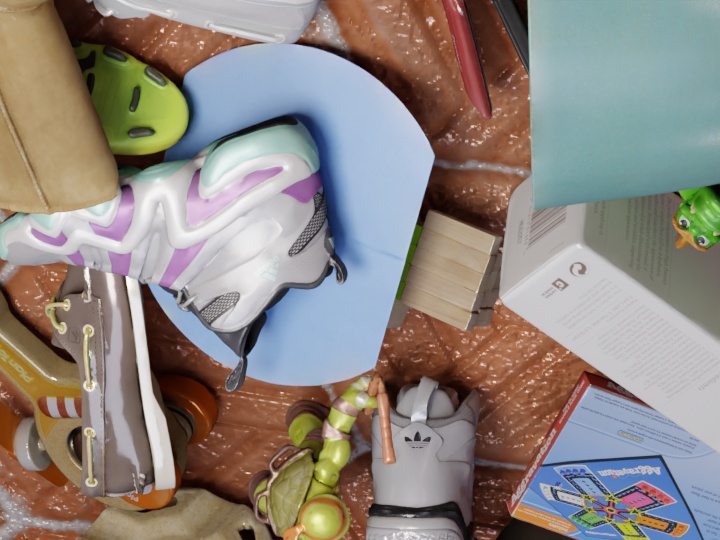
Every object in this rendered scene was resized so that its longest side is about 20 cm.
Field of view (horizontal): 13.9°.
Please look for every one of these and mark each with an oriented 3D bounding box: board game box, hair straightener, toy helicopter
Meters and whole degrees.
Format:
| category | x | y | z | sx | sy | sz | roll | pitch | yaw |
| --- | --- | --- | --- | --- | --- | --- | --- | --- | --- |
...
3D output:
| category | x | y | z | sx | sy | sz | roll | pitch | yaw |
| --- | --- | --- | --- | --- | --- | --- | --- | --- | --- |
| board game box | 0.200 | 0.137 | 1.813 | 0.200 | 0.019 | 0.103 | 21 | 113 | -19 |
| board game box | -0.039 | -0.036 | 1.706 | 0.158 | 0.039 | 0.200 | 21 | 109 | 16 |
| hair straightener | 0.073 | -0.176 | 1.593 | 0.077 | 0.041 | 0.200 | -20 | 124 | -2 |
| toy helicopter | -0.197 | 0.078 | 1.858 | 0.200 | 0.079 | 0.132 | 45 | 134 | -17 |

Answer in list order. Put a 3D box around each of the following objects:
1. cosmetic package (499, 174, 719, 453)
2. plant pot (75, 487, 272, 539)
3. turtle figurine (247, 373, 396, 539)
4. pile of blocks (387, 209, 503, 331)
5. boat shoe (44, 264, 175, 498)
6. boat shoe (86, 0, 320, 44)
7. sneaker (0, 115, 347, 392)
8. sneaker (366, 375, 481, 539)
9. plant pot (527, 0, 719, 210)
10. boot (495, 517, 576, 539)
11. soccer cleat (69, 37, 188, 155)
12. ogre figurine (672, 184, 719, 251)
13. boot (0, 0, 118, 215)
| category | x | y | z | sx | sy | sz | roll | pitch | yaw |
| --- | --- | --- | --- | --- | --- | --- | --- | --- | --- |
| cosmetic package | 0.179 | 0.020 | 1.711 | 0.200 | 0.102 | 0.074 | 36 | 129 | -22 |
| plant pot | -0.116 | 0.250 | 1.916 | 0.200 | 0.201 | 0.184 | 1 | 128 | 8 |
| turtle figurine | -0.035 | 0.145 | 1.801 | 0.064 | 0.161 | 0.200 | 12 | 98 | -11 |
| pile of blocks | 0.000 | 0.000 | 1.758 | 0.200 | 0.082 | 0.062 | -5 | 178 | 24 |
| boat shoe | -0.155 | 0.040 | 1.759 | 0.059 | 0.072 | 0.200 | -11 | 107 | -5 |
| boat shoe | -0.119 | -0.167 | 1.608 | 0.199 | 0.072 | 0.069 | 7 | 135 | -10 |
| sneaker | -0.104 | 0.005 | 1.672 | 0.200 | 0.078 | 0.140 | -16 | 97 | 20 |
| sneaker | 0.044 | 0.134 | 1.861 | 0.075 | 0.115 | 0.200 | 4 | 168 | 6 |
| plant pot | 0.163 | -0.132 | 1.478 | 0.161 | 0.201 | 0.201 | -1 | 133 | 3 |
| boot | 0.208 | 0.206 | 1.911 | 0.186 | 0.064 | 0.200 | -27 | 127 | 29 |
| soccer cleat | -0.197 | -0.092 | 1.700 | 0.200 | 0.065 | 0.084 | 2 | 158 | 2 |
| ogre figurine | 0.227 | -0.061 | 1.625 | 0.200 | 0.098 | 0.120 | 31 | 137 | -13 |
| boot | -0.161 | -0.116 | 1.564 | 0.175 | 0.066 | 0.200 | 12 | 137 | 28 |
